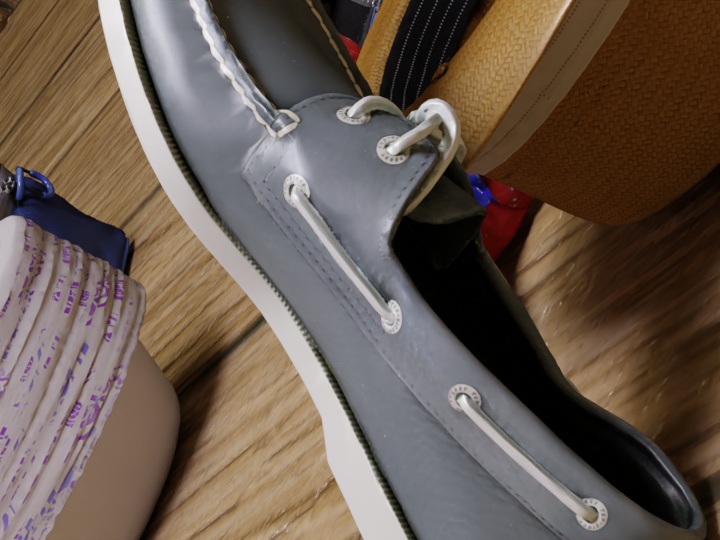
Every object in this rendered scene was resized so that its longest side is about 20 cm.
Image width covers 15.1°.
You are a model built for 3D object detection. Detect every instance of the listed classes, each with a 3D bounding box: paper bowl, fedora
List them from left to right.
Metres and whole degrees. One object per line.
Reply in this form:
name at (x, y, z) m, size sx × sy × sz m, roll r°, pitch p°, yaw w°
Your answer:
paper bowl at (-0.147, 0.087, 1.106) m, size 0.201 × 0.104 × 0.201 m, roll -55°, pitch 13°, yaw 20°
fedora at (0.069, -0.078, 0.690) m, size 0.201 × 0.082 × 0.201 m, roll -55°, pitch 14°, yaw 21°

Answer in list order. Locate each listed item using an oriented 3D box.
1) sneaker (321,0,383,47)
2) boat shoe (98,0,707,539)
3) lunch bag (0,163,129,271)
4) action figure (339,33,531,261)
sneaker at (-0.014, -0.114, 1.084) m, size 0.071 × 0.083 × 0.200 m, roll -58°, pitch 15°, yaw 5°
boat shoe at (0.010, -0.009, 0.594) m, size 0.062 × 0.200 × 0.073 m, roll -34°, pitch -13°, yaw 32°
lunch bag at (-0.219, 0.029, 1.439) m, size 0.200 × 0.132 × 0.136 m, roll -56°, pitch 14°, yaw 20°
action figure at (0.000, 0.000, 0.765) m, size 0.065 × 0.099 × 0.200 m, roll -53°, pitch 12°, yaw 28°
